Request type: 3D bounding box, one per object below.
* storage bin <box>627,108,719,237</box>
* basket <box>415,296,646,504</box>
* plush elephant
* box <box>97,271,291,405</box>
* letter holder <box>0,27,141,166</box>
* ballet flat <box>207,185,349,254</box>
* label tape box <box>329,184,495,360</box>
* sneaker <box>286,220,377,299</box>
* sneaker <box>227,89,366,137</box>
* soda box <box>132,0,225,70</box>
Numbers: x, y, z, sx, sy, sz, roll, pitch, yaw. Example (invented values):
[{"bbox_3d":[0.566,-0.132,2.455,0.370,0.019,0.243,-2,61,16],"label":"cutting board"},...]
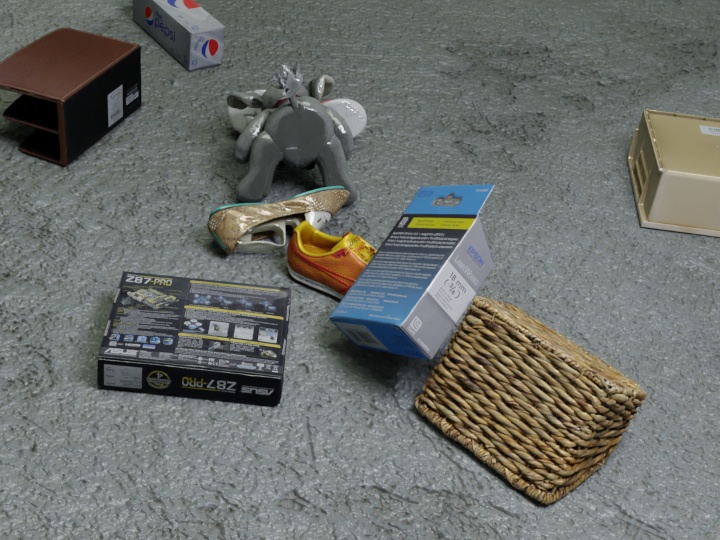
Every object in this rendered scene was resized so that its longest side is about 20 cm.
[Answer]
[{"bbox_3d":[0.498,-0.141,1.770,0.199,0.094,0.199,7,35,-1],"label":"storage bin"},{"bbox_3d":[0.187,0.141,1.349,0.200,0.149,0.143,33,10,30],"label":"basket"},{"bbox_3d":[-0.095,-0.195,1.681,0.164,0.201,0.155,-5,19,-6],"label":"plush elephant"},{"bbox_3d":[-0.181,0.072,1.381,0.199,0.049,0.161,6,38,-4],"label":"box"},{"bbox_3d":[-0.418,-0.250,1.730,0.142,0.101,0.200,17,37,15],"label":"letter holder"},{"bbox_3d":[-0.097,-0.058,1.577,0.200,0.071,0.065,-14,69,-24],"label":"ballet flat"},{"bbox_3d":[0.074,-0.001,1.394,0.200,0.063,0.144,-54,28,-19],"label":"label tape box"},{"bbox_3d":[0.000,0.000,1.492,0.200,0.077,0.073,20,36,12],"label":"sneaker"},{"bbox_3d":[-0.093,-0.219,1.797,0.199,0.077,0.082,6,9,-5],"label":"sneaker"},{"bbox_3d":[-0.294,-0.397,1.981,0.063,0.068,0.200,-17,43,-31],"label":"soda box"}]
